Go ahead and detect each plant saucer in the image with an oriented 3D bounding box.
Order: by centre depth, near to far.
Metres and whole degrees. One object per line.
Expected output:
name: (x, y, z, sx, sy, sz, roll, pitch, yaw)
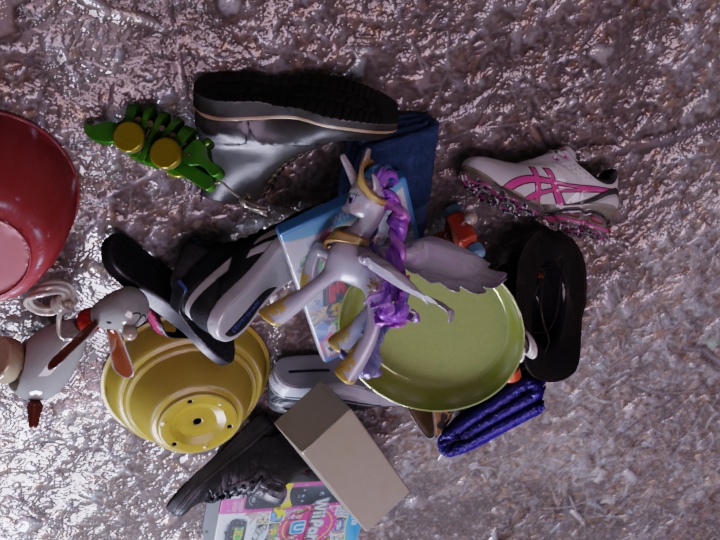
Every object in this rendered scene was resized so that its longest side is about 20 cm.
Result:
plant saucer: (0.076, 0.061, 1.187, 0.200, 0.031, 0.200, 5, 118, 9)

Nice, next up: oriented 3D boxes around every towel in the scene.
towel: (0.028, -0.070, 1.197, 0.112, 0.049, 0.200, -16, 131, -29)
towel: (0.171, 0.179, 1.377, 0.148, 0.050, 0.200, -36, 173, 9)

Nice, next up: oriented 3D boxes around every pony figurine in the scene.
pony figurine: (0.018, 0.007, 1.075, 0.200, 0.193, 0.167, -59, 163, 21)

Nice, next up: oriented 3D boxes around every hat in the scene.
hat: (0.200, 0.042, 1.325, 0.081, 0.201, 0.201, -1, 141, 34)

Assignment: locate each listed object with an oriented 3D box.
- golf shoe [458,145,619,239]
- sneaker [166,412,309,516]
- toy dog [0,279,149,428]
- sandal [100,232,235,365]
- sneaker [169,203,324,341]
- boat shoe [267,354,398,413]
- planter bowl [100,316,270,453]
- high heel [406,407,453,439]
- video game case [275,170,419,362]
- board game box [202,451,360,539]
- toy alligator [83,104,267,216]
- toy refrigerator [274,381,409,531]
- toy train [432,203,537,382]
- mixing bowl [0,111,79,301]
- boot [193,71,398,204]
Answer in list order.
golf shoe: (0.201, -0.101, 1.247, 0.200, 0.073, 0.092, 16, 86, -23)
sneaker: (-0.129, 0.249, 1.335, 0.200, 0.104, 0.060, -43, 179, -30)
toy dog: (-0.303, 0.095, 1.146, 0.132, 0.096, 0.200, 4, 150, -39)
sandal: (-0.211, 0.035, 1.195, 0.045, 0.075, 0.200, -32, 123, 24)
sneaker: (-0.123, -0.023, 1.179, 0.200, 0.112, 0.073, -45, 149, -28)
boat shoe: (-0.020, 0.142, 1.352, 0.200, 0.072, 0.071, 6, 138, -17)
planter bowl: (-0.194, 0.149, 1.276, 0.200, 0.083, 0.201, -10, 128, -13)
high heel: (0.041, 0.104, 1.283, 0.071, 0.143, 0.200, -25, 139, 36)
video game case: (0.000, 0.000, 1.186, 0.143, 0.018, 0.200, -25, 133, -9)
board game box: (-0.095, 0.305, 1.445, 0.200, 0.064, 0.148, -1, 126, -20)
toy alligator: (-0.169, -0.115, 1.066, 0.200, 0.059, 0.054, 24, 87, 6)
toy refrigerator: (-0.020, 0.223, 1.321, 0.076, 0.070, 0.200, -42, 135, -10)
toy train: (0.125, 0.034, 1.249, 0.056, 0.200, 0.150, -18, 155, -13)
mixing bowl: (-0.364, -0.041, 1.053, 0.200, 0.108, 0.200, -10, 130, -13)
boot: (-0.068, -0.123, 1.116, 0.200, 0.078, 0.138, 8, 130, 0)
